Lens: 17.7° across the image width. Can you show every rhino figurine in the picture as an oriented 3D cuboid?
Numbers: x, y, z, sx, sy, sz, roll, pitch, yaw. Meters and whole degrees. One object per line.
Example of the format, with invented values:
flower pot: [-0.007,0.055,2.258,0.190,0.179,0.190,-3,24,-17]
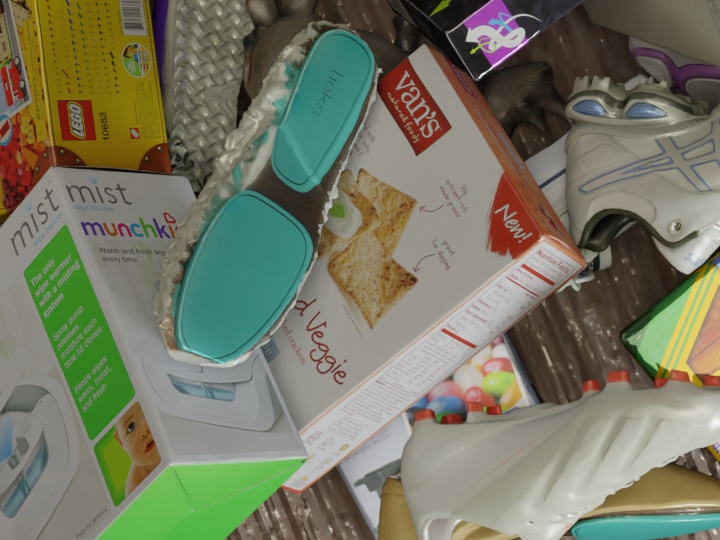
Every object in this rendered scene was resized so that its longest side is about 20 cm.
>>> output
rhino figurine: [0.027,-0.104,1.274,0.198,0.060,0.088,16,78,-10]

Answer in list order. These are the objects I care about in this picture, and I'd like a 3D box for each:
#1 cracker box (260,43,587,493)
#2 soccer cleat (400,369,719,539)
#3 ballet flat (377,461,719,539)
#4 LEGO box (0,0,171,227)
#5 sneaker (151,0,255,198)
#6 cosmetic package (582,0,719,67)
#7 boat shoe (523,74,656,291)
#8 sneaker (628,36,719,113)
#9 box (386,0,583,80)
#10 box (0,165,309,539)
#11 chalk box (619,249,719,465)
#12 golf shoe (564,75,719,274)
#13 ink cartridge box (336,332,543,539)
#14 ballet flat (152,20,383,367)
cracker box: [0.000,0.000,1.188,0.200,0.058,0.134,-39,59,14]
soccer cleat: [0.108,0.098,1.159,0.199,0.069,0.078,-13,76,34]
ballet flat: [0.104,0.119,1.230,0.198,0.069,0.064,-10,75,4]
LEGO box: [-0.184,-0.126,1.250,0.148,0.077,0.202,-16,80,49]
sneaker: [-0.114,-0.100,1.291,0.099,0.069,0.202,-8,67,41]
cosmetic package: [0.188,-0.165,1.177,0.103,0.200,0.073,-34,115,-11]
boat shoe: [0.108,-0.024,1.237,0.200,0.074,0.067,-43,72,-13]
sneaker: [0.247,-0.130,1.258,0.198,0.075,0.101,5,71,7]
box: [0.108,-0.186,1.178,0.199,0.143,0.036,-36,115,-2]
box: [-0.143,0.075,1.183,0.200,0.096,0.177,-44,60,35]
chalk box: [0.249,0.018,1.219,0.200,0.124,0.125,-41,86,5]
golf shoe: [0.189,-0.044,1.154,0.199,0.078,0.098,3,80,42]
ink cartridge box: [0.033,0.071,1.287,0.119,0.042,0.201,-28,85,5]
ballet flat: [-0.050,-0.033,1.145,0.071,0.072,0.201,25,66,6]
